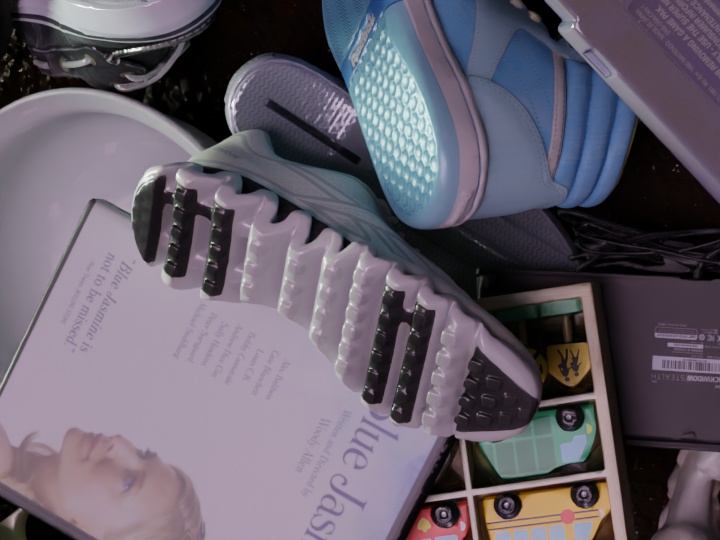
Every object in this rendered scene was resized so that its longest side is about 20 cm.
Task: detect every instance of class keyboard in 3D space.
[{"bbox_3d":[0.151,0.028,1.189,0.199,0.040,0.104,4,94,11],"label":"keyboard"}]

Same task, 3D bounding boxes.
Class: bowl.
[{"bbox_3d":[-0.109,0.005,1.297,0.200,0.090,0.202,6,104,26],"label":"bowl"}]

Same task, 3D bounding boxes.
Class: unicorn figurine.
[{"bbox_3d":[0.159,0.156,1.201,0.074,0.137,0.201,1,122,15],"label":"unicorn figurine"}]

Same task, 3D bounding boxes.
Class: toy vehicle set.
[{"bbox_3d":[0.018,0.081,1.186,0.199,0.027,0.125,-10,87,15],"label":"toy vehicle set"}]

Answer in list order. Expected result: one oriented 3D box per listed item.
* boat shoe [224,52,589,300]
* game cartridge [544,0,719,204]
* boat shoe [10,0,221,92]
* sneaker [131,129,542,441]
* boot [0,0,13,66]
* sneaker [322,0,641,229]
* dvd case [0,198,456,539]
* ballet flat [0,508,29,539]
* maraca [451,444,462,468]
[{"bbox_3d":[0.027,-0.038,1.232,0.200,0.067,0.074,40,99,-6],"label":"boat shoe"},{"bbox_3d":[0.173,-0.096,1.093,0.130,0.038,0.200,-44,99,2],"label":"game cartridge"},{"bbox_3d":[-0.110,-0.121,1.249,0.200,0.072,0.071,18,141,61],"label":"boat shoe"},{"bbox_3d":[0.000,0.000,1.146,0.200,0.081,0.075,33,130,16],"label":"sneaker"},{"bbox_3d":[-0.249,-0.079,1.271,0.079,0.158,0.211,37,144,17],"label":"boot"},{"bbox_3d":[0.060,-0.104,1.192,0.080,0.130,0.201,123,140,-51],"label":"sneaker"},{"bbox_3d":[-0.067,0.075,1.186,0.200,0.018,0.143,28,96,13],"label":"dvd case"},{"bbox_3d":[-0.196,0.137,1.417,0.200,0.072,0.072,33,119,15],"label":"ballet flat"},{"bbox_3d":[0.012,0.117,1.263,0.199,0.137,0.107,-10,61,21],"label":"maraca"}]
